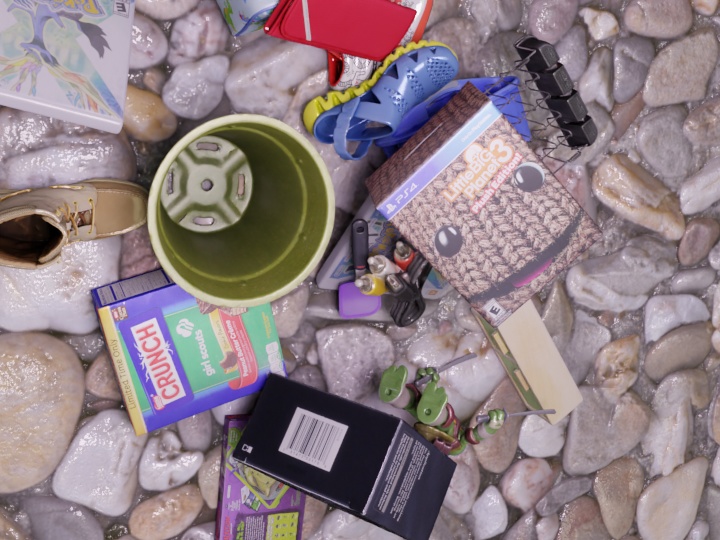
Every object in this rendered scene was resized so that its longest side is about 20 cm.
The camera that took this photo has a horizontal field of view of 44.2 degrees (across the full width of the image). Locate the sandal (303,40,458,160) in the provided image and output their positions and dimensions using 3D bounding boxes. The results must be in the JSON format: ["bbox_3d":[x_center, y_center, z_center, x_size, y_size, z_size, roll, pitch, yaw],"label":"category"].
[{"bbox_3d":[0.030,-0.192,1.041,0.199,0.088,0.079,-31,140,15],"label":"sandal"}]

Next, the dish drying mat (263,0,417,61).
[{"bbox_3d":[-0.015,-0.268,0.960,0.199,0.018,0.077,-4,140,-52],"label":"dish drying mat"}]

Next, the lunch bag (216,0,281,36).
[{"bbox_3d":[-0.063,-0.334,0.979,0.199,0.161,0.083,-29,102,-14],"label":"lunch bag"}]

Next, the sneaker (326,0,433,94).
[{"bbox_3d":[0.021,-0.306,1.073,0.107,0.067,0.204,6,104,-27],"label":"sneaker"}]

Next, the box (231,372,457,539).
[{"bbox_3d":[-0.014,0.233,1.086,0.118,0.195,0.200,-65,147,-16],"label":"box"}]

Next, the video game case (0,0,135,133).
[{"bbox_3d":[-0.334,-0.243,0.901,0.198,0.022,0.184,12,60,-26],"label":"video game case"}]

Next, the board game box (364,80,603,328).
[{"bbox_3d":[0.132,-0.070,0.958,0.159,0.097,0.200,-43,112,11],"label":"board game box"}]

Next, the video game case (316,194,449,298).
[{"bbox_3d":[0.063,-0.030,1.112,0.180,0.022,0.200,6,144,-24],"label":"video game case"}]

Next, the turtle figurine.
[{"bbox_3d":[0.122,0.166,1.189,0.199,0.145,0.194,-35,145,12],"label":"turtle figurine"}]

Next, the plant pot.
[{"bbox_3d":[-0.153,-0.080,0.990,0.198,0.190,0.202,-6,106,-22],"label":"plant pot"}]

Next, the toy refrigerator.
[{"bbox_3d":[0.239,0.124,1.280,0.070,0.076,0.201,-36,116,-10],"label":"toy refrigerator"}]

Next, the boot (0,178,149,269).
[{"bbox_3d":[-0.313,-0.052,0.947,0.198,0.155,0.074,-3,105,-23],"label":"boot"}]

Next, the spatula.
[{"bbox_3d":[0.000,0.000,1.087,0.056,0.021,0.201,-6,148,-4],"label":"spatula"}]

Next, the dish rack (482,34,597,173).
[{"bbox_3d":[0.175,-0.157,1.029,0.200,0.055,0.154,-40,112,-8],"label":"dish rack"}]

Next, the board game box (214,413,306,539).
[{"bbox_3d":[-0.131,0.290,1.191,0.119,0.032,0.202,1,103,-28],"label":"board game box"}]

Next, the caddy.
[{"bbox_3d":[0.114,-0.180,1.104,0.199,0.141,0.106,-28,107,-15],"label":"caddy"}]

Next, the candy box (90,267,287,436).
[{"bbox_3d":[-0.205,0.080,1.075,0.198,0.077,0.171,-18,111,-17],"label":"candy box"}]

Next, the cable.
[{"bbox_3d":[0.055,0.013,1.105,0.097,0.200,0.050,-39,72,1],"label":"cable"}]
